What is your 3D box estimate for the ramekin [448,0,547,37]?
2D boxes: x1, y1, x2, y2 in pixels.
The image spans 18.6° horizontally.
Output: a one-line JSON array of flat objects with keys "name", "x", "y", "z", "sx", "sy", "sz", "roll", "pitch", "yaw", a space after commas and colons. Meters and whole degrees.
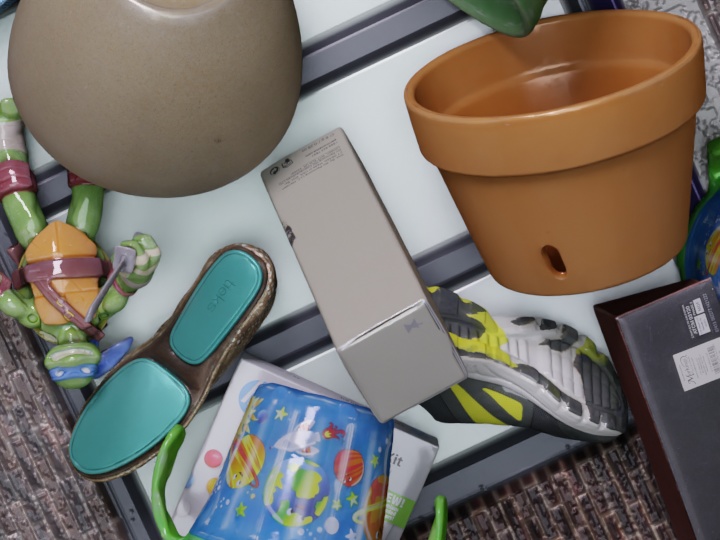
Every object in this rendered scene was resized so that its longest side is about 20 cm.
[{"name": "ramekin", "x": 0.065, "y": -0.255, "z": 1.438, "sx": 0.200, "sy": 0.200, "sz": 0.098, "roll": 41, "pitch": 86, "yaw": -3}]

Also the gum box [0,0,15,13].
[{"name": "gum box", "x": -0.241, "y": -0.295, "z": 1.506, "sx": 0.200, "sy": 0.045, "sz": 0.170, "roll": -40, "pitch": 94, "yaw": 3}]

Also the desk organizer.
[{"name": "desk organizer", "x": 0.231, "y": 0.106, "z": 1.514, "sx": 0.071, "sy": 0.077, "sz": 0.201, "roll": -22, "pitch": 100, "yaw": -6}]

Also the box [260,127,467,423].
[{"name": "box", "x": 0.000, "y": 0.000, "z": 1.453, "sx": 0.068, "sy": 0.201, "sz": 0.082, "roll": -28, "pitch": 130, "yaw": 3}]

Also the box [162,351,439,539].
[{"name": "box", "x": -0.053, "y": 0.181, "z": 1.551, "sx": 0.155, "sy": 0.041, "sz": 0.201, "roll": 24, "pitch": 94, "yaw": -2}]

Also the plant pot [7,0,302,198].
[{"name": "plant pot", "x": -0.128, "y": -0.167, "z": 1.429, "sx": 0.198, "sy": 0.135, "sz": 0.202, "roll": 4, "pitch": 63, "yaw": -8}]

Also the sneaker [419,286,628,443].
[{"name": "sneaker", "x": 0.094, "y": 0.074, "z": 1.533, "sx": 0.199, "sy": 0.075, "sz": 0.085, "roll": 25, "pitch": 138, "yaw": -17}]

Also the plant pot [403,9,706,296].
[{"name": "plant pot", "x": 0.140, "y": -0.074, "z": 1.462, "sx": 0.198, "sy": 0.200, "sz": 0.141, "roll": -14, "pitch": 111, "yaw": 1}]

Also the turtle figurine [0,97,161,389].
[{"name": "turtle figurine", "x": -0.210, "y": -0.028, "z": 1.467, "sx": 0.143, "sy": 0.199, "sz": 0.196, "roll": -18, "pitch": 70, "yaw": 33}]

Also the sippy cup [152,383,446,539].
[{"name": "sippy cup", "x": -0.039, "y": 0.148, "z": 1.463, "sx": 0.177, "sy": 0.139, "sz": 0.131, "roll": 17, "pitch": 83, "yaw": -26}]

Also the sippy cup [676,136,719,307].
[{"name": "sippy cup", "x": 0.290, "y": -0.002, "z": 1.489, "sx": 0.177, "sy": 0.130, "sz": 0.140, "roll": 28, "pitch": 94, "yaw": -2}]

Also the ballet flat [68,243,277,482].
[{"name": "ballet flat", "x": -0.123, "y": 0.068, "z": 1.527, "sx": 0.070, "sy": 0.065, "sz": 0.200, "roll": 44, "pitch": 95, "yaw": 14}]
